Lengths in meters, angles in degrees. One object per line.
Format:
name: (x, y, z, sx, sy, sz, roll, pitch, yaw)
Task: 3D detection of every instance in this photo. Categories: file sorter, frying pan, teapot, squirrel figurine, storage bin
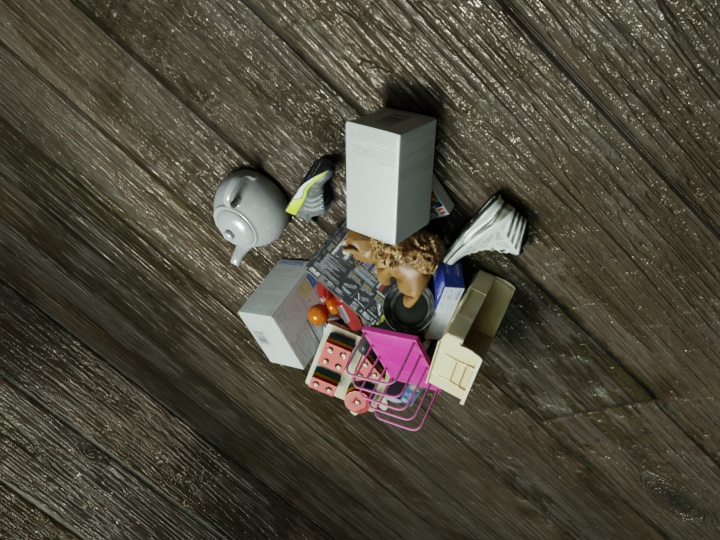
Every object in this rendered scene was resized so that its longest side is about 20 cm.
file sorter: (0.072, 0.240, 1.262, 0.138, 0.126, 0.201, 8, 143, 34)
frying pan: (0.089, 0.046, 1.243, 0.114, 0.191, 0.031, -29, 160, 11)
teapot: (-0.270, -0.128, 1.342, 0.196, 0.146, 0.201, -11, 124, 44)
squirrel figurine: (0.062, -0.043, 1.134, 0.186, 0.142, 0.200, 29, 163, 0)
storage bin: (0.230, 0.135, 1.207, 0.093, 0.200, 0.199, 25, 143, 15)

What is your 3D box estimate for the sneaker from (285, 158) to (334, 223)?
sneaker: (-0.092, -0.168, 1.235, 0.081, 0.074, 0.200, 31, 151, -11)

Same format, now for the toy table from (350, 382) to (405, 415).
toy table: (0.034, 0.301, 1.586, 0.200, 0.184, 0.117, 48, 126, -3)

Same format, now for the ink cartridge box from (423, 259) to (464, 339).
ink cartridge box: (0.175, 0.058, 1.246, 0.044, 0.095, 0.201, 4, 142, -6)

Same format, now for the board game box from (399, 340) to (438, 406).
board game box: (0.162, 0.237, 1.427, 0.034, 0.136, 0.201, 28, 144, 8)

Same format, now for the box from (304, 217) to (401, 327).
box: (0.000, 0.000, 1.269, 0.200, 0.158, 0.050, 40, 176, -9)

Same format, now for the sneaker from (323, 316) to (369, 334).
sneaker: (0.000, 0.155, 1.470, 0.198, 0.074, 0.071, -1, 146, 3)

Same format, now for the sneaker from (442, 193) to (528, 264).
sneaker: (0.242, -0.046, 1.096, 0.115, 0.076, 0.201, 37, 141, -1)

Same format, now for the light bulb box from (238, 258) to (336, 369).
light bulb box: (-0.176, 0.109, 1.490, 0.124, 0.201, 0.199, 6, 135, 35)

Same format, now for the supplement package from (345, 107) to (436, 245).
supplement package: (0.052, -0.168, 1.020, 0.117, 0.117, 0.202, 22, 126, 31)

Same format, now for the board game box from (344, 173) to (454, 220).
board game box: (0.074, -0.144, 1.150, 0.199, 0.035, 0.127, -16, 120, 46)

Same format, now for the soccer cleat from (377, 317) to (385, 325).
soccer cleat: (0.049, 0.070, 1.384, 0.083, 0.065, 0.201, 0, 131, 43)

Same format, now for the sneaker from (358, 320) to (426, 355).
sneaker: (0.098, 0.156, 1.365, 0.104, 0.199, 0.060, 45, 166, 32)

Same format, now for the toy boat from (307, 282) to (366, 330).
toy boat: (-0.068, 0.085, 1.391, 0.131, 0.130, 0.200, 63, 172, -17)

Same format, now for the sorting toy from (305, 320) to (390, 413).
sorting toy: (-0.026, 0.258, 1.449, 0.197, 0.070, 0.201, 23, 117, 1)
